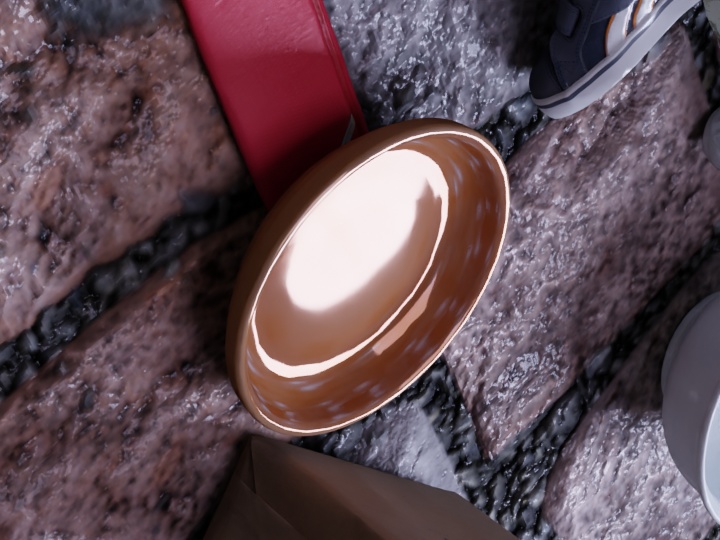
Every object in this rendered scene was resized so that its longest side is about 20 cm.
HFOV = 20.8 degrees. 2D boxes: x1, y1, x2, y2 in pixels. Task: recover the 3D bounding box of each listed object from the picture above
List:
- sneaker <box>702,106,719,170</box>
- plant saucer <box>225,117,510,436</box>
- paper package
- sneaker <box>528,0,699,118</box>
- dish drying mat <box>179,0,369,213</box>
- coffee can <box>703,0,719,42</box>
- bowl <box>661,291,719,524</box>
[{"bbox_3d":[0.311,-0.079,1.325,0.199,0.077,0.082,-12,140,-27],"label":"sneaker"},{"bbox_3d":[0.000,0.000,1.085,0.200,0.037,0.201,-30,141,-28],"label":"plant saucer"},{"bbox_3d":[0.030,0.195,1.131,0.200,0.190,0.104,22,100,-46],"label":"paper package"},{"bbox_3d":[0.149,-0.170,1.094,0.079,0.079,0.200,36,126,-16],"label":"sneaker"},{"bbox_3d":[-0.040,-0.102,1.022,0.077,0.018,0.200,-38,134,-19],"label":"dish drying mat"},{"bbox_3d":[0.309,-0.162,1.179,0.200,0.146,0.147,12,105,-58],"label":"coffee can"},{"bbox_3d":[0.274,0.075,1.365,0.201,0.090,0.202,-22,126,-34],"label":"bowl"}]
